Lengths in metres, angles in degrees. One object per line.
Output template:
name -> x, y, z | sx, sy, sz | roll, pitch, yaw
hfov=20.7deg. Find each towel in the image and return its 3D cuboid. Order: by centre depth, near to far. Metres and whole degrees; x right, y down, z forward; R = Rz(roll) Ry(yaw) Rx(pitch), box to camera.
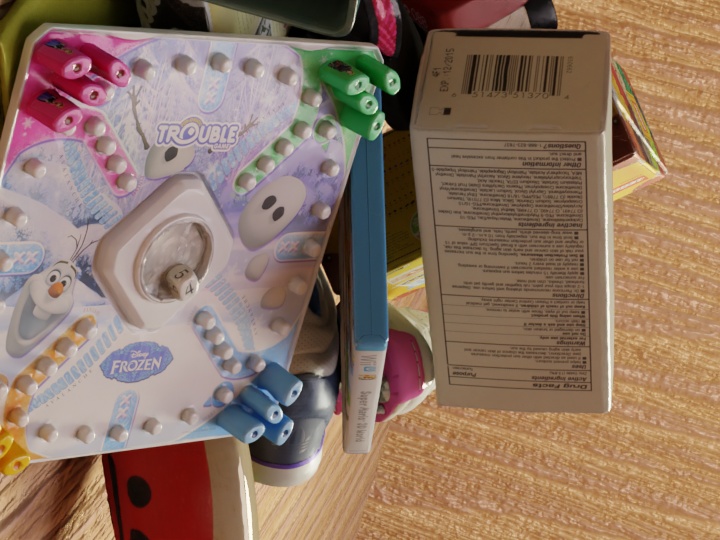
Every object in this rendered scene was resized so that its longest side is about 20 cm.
towel -> -0.114, -0.127, 0.849 | 0.087, 0.018, 0.201 | 93, 16, -46

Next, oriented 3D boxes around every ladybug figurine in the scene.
ladybug figurine -> -0.108, 0.125, 1.143 | 0.136, 0.071, 0.202 | -154, -125, -67

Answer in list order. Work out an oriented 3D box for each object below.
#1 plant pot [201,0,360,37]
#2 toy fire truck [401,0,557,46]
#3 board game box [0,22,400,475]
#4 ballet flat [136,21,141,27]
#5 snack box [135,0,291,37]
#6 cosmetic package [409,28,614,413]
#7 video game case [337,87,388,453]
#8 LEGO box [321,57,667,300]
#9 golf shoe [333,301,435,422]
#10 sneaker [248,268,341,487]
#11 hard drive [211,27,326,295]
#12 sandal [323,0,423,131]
plant pot -> -0.037, -0.215, 0.719 | 0.201, 0.140, 0.142 | -71, 175, -45
toy fire truck -> 0.005, -0.209, 1.120 | 0.128, 0.176, 0.201 | -30, 131, -14
board game box -> -0.080, -0.005, 0.858 | 0.199, 0.026, 0.202 | -3, 118, -46
ballet flat -> -0.110, -0.074, 0.934 | 0.068, 0.046, 0.201 | 72, 28, -51
snack box -> -0.066, -0.155, 0.878 | 0.201, 0.037, 0.117 | 83, 21, -51
cosmetic package -> 0.086, -0.024, 1.055 | 0.088, 0.102, 0.201 | -78, 167, -47
video game case -> 0.000, 0.000, 1.018 | 0.200, 0.018, 0.145 | 95, -6, -70
LEGO box -> 0.075, -0.057, 1.197 | 0.078, 0.199, 0.149 | 67, 13, 8
golf shoe -> 0.025, 0.047, 1.198 | 0.200, 0.091, 0.076 | 176, -98, -78
sneaker -> -0.060, 0.016, 1.182 | 0.201, 0.080, 0.148 | -115, -154, -51
hard drive -> -0.069, -0.059, 0.996 | 0.134, 0.042, 0.201 | -21, -142, 47
sandal -> 0.008, -0.136, 0.964 | 0.200, 0.045, 0.076 | 49, 45, -56
